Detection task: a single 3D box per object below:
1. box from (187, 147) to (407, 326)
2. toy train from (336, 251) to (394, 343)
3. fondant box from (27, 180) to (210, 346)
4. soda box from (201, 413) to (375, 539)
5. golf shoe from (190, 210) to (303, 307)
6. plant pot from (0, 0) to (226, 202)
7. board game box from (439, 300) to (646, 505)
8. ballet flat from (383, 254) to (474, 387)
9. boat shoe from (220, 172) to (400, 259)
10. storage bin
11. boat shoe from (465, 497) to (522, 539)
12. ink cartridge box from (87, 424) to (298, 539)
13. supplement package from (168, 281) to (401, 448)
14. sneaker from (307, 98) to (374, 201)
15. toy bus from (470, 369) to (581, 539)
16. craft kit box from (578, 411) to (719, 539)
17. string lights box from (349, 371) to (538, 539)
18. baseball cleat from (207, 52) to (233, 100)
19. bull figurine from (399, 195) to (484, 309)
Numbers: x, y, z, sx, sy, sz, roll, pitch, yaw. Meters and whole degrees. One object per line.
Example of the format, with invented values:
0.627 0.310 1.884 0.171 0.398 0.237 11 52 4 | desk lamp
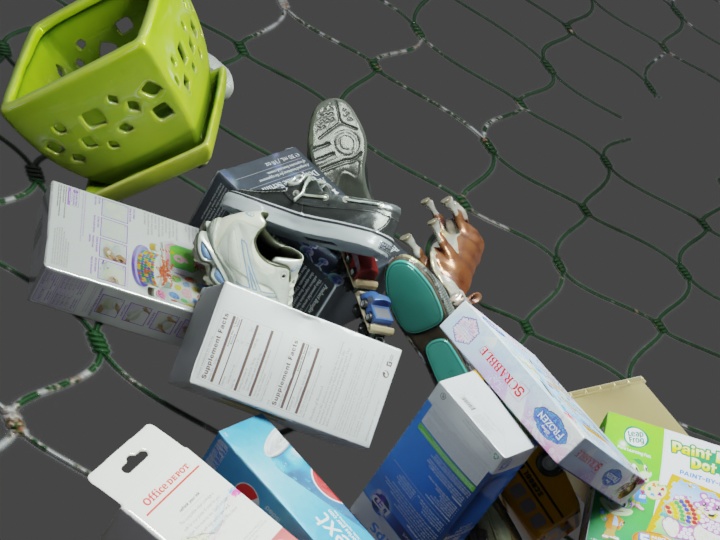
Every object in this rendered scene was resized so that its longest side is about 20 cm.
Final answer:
-0.076 -0.030 1.861 0.200 0.107 0.148 44 35 16 | box
0.000 0.000 1.748 0.034 0.046 0.200 11 42 -31 | toy train
-0.251 -0.004 1.730 0.200 0.058 0.144 18 37 -20 | fondant box
-0.067 0.237 1.567 0.200 0.064 0.068 47 36 19 | soda box
-0.096 0.022 1.728 0.200 0.097 0.078 57 21 -29 | golf shoe
-0.264 -0.202 1.823 0.182 0.199 0.200 56 22 -31 | plant pot
0.189 0.139 1.650 0.200 0.041 0.200 50 8 33 | board game box
0.086 0.064 1.860 0.200 0.072 0.072 63 32 -13 | ballet flat
-0.053 -0.068 1.729 0.199 0.068 0.074 13 -11 24 | boat shoe
0.304 0.236 1.846 0.198 0.094 0.200 -8 51 -43 | storage bin
0.120 0.259 1.687 0.072 0.066 0.201 61 0 -33 | boat shoe
-0.158 0.245 1.480 0.200 0.068 0.116 39 34 7 | ink cartridge box
-0.080 0.099 1.655 0.200 0.114 0.110 22 79 -15 | supplement package
-0.025 -0.109 1.970 0.076 0.114 0.200 -18 95 -12 | sneaker
0.169 0.203 1.766 0.200 0.078 0.065 55 -5 25 | toy bus
0.339 0.265 1.713 0.200 0.049 0.198 17 47 1 | craft kit box
0.079 0.207 1.600 0.059 0.200 0.103 -13 54 -47 | string lights box
-0.211 -0.233 2.043 0.106 0.070 0.200 21 36 -17 | baseball cleat
0.109 -0.016 2.017 0.122 0.065 0.200 61 21 -17 | bull figurine
